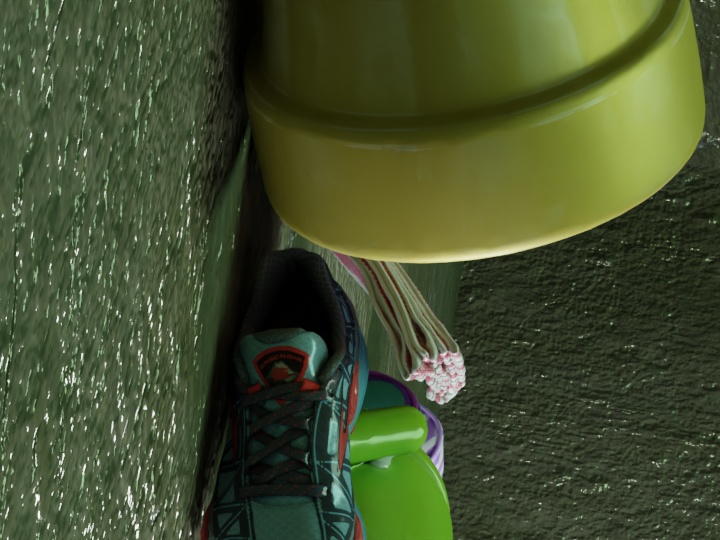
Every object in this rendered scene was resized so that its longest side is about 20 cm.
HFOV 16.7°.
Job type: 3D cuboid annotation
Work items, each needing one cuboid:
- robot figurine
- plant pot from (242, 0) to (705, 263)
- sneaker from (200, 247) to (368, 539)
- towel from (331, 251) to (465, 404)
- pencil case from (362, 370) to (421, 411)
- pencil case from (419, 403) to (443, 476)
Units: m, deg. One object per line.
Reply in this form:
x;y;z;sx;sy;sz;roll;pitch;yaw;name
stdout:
-0.010;0.153;1.270;0.200;0.115;0.176;-84;-171;-63;robot figurine
0.037;-0.134;1.052;0.201;0.199;0.190;-75;155;-58;plant pot
-0.040;0.072;1.156;0.096;0.079;0.201;80;8;-45;sneaker
0.000;0.000;1.240;0.147;0.030;0.200;55;-2;8;towel
-0.015;0.162;1.460;0.093;0.085;0.201;-107;-160;-61;pencil case
0.026;0.193;2.093;0.086;0.084;0.201;-51;156;-33;pencil case
